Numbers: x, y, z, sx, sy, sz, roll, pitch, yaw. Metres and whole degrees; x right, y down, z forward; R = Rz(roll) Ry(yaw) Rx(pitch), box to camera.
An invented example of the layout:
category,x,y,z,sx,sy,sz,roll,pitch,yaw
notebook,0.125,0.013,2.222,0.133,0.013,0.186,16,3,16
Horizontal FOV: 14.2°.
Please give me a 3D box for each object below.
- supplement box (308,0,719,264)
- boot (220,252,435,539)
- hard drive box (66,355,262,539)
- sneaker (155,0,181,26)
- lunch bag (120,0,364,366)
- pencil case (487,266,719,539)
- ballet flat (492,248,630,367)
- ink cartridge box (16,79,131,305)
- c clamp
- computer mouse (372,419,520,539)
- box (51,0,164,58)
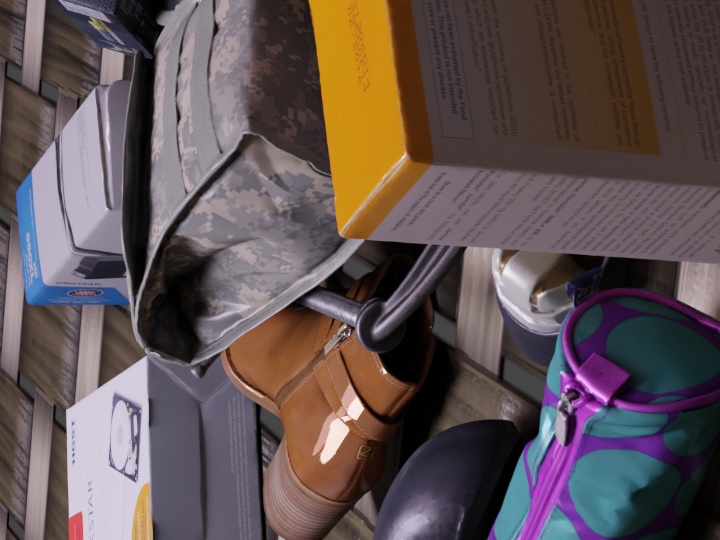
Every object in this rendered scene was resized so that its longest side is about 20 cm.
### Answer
category,x,y,z,sx,sy,sz,roll,pitch,yaw
supplement box,0.086,-0.076,1.179,0.074,0.199,0.127,131,137,-54
boot,-0.018,0.036,1.632,0.155,0.076,0.201,122,153,-43
hard drive box,-0.132,0.151,1.920,0.200,0.076,0.157,146,124,-66
sneaker,-0.080,-0.198,1.801,0.200,0.074,0.107,-149,69,-80
lunch bag,-0.069,-0.063,1.584,0.200,0.117,0.165,-47,31,42
pencil case,0.100,0.099,1.281,0.085,0.092,0.201,52,141,34
ballet flat,0.093,-0.025,1.324,0.073,0.073,0.200,-109,30,-43
ink cartridge box,-0.120,-0.044,1.802,0.200,0.144,0.085,139,128,-64
c clamp,0.000,0.000,1.553,0.171,0.027,0.200,-56,22,-12
computer mouse,0.025,0.156,1.468,0.139,0.053,0.201,-50,-19,-62
box,-0.141,-0.227,1.848,0.200,0.051,0.158,46,-119,-84
